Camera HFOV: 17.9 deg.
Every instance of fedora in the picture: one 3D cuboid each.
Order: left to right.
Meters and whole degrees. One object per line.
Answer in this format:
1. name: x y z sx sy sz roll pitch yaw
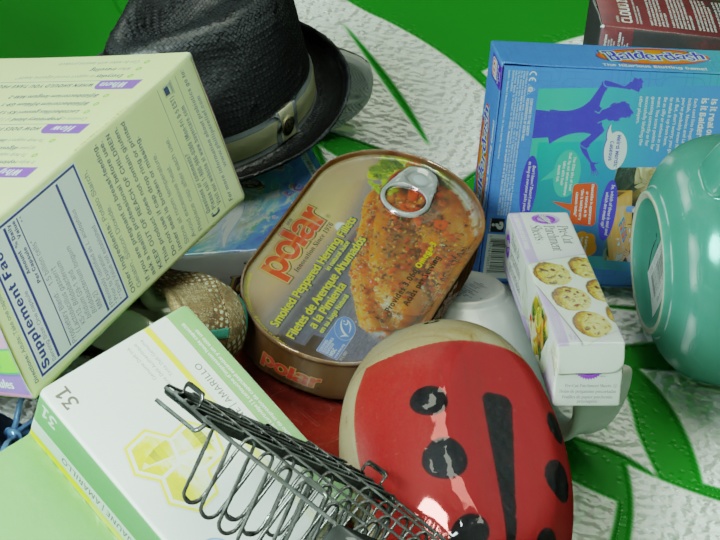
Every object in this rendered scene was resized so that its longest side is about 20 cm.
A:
1. fedora: -0.103 -0.138 1.454 0.199 0.092 0.201 -2 38 1

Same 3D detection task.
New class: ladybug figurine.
1. ladybug figurine: 0.058 0.106 1.216 0.135 0.072 0.201 11 51 -26

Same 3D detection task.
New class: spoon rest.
1. spoon rest: 0.085 0.052 1.373 0.099 0.061 0.200 -12 25 -28

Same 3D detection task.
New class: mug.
1. mug: 0.228 -0.022 1.382 0.113 0.187 0.152 -2 16 -6

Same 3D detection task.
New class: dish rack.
1. dish rack: -0.012 0.122 1.067 0.153 0.055 0.200 29 3 -40

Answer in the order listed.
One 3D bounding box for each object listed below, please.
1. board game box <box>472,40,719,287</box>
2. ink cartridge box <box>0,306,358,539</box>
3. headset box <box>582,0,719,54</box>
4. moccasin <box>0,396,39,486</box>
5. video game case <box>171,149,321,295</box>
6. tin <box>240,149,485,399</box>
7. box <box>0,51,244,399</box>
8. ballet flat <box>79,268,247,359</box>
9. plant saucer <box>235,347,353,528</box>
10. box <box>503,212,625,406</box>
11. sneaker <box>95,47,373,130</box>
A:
1. board game box: 0.174 -0.065 1.461 0.198 0.153 0.045 2 25 -9
2. ink cartridge box: -0.121 0.122 1.154 0.199 0.048 0.146 -31 69 -35
3. headset box: 0.221 -0.100 1.524 0.198 0.150 0.075 6 27 -3
4. moccasin: -0.208 0.105 1.212 0.198 0.069 0.081 1 34 -10
5. video game case: -0.111 -0.044 1.462 0.180 0.046 0.200 -6 32 -17
6. tin: 0.000 0.000 1.353 0.111 0.042 0.200 27 43 9
7. box: -0.197 -0.030 1.262 0.175 0.097 0.200 2 34 37
8. ballet flat: -0.158 0.021 1.308 0.199 0.071 0.065 3 10 33
9. plant saucer: -0.031 0.091 1.299 0.199 0.037 0.199 32 41 33
10. box: 0.115 0.019 1.323 0.041 0.039 0.200 1 22 -4
11. sneaker: -0.096 -0.145 1.596 0.198 0.078 0.112 -5 37 -17
